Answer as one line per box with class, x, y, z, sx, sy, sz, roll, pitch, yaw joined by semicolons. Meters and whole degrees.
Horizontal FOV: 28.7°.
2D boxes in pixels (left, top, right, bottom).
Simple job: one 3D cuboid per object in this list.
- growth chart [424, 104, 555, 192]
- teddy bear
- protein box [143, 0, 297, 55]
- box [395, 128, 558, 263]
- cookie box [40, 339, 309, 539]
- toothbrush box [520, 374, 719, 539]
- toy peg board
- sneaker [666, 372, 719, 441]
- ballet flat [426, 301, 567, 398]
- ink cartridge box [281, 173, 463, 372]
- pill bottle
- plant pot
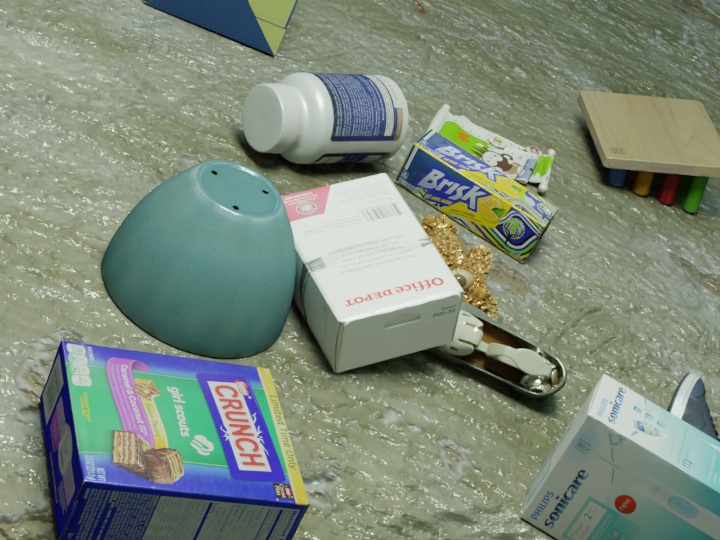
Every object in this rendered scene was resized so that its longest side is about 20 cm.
growth chart;0.184;-0.170;1.988;0.199;0.018;0.145;23;33;-6
teddy bear;0.091;-0.009;1.638;0.144;0.067;0.201;18;32;-11
protein box;-0.177;-0.434;1.979;0.197;0.135;0.201;21;33;-10
box;0.149;-0.097;1.813;0.199;0.065;0.070;32;32;9
cookie box;-0.161;0.153;1.204;0.199;0.076;0.172;11;35;-27
toothbrush box;0.281;0.221;1.377;0.199;0.147;0.085;32;31;5
toy peg board;0.436;-0.175;2.140;0.197;0.098;0.201;4;35;-8
sneaker;0.390;0.204;1.536;0.145;0.077;0.203;21;40;11
ballet flat;0.137;0.079;1.536;0.199;0.068;0.064;26;-9;-7
ink cartridge box;0.000;0.000;1.505;0.145;0.083;0.201;-13;47;-21
pill bottle;-0.045;-0.189;1.749;0.199;0.111;0.111;-5;44;-42
plant pot;-0.145;-0.029;1.422;0.199;0.135;0.201;20;33;-13
